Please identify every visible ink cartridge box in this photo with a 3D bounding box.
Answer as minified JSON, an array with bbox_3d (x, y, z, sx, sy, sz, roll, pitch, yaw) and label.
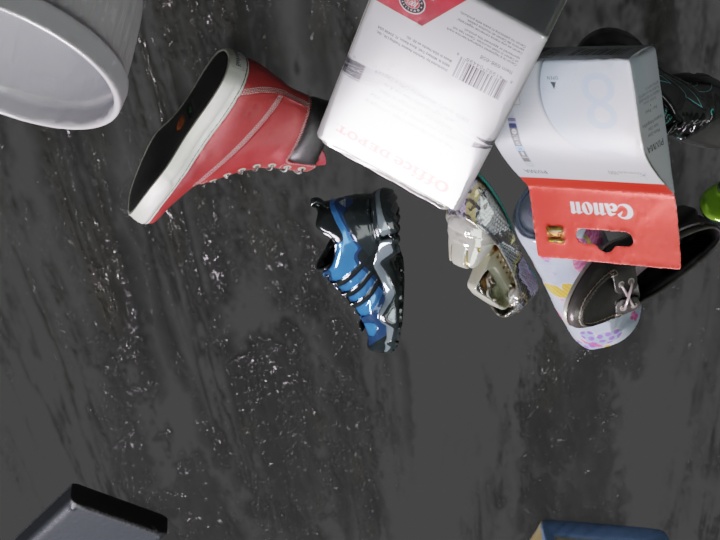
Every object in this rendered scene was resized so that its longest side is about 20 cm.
[{"bbox_3d":[0.192,-0.094,1.247,0.159,0.047,0.202,6,115,43],"label":"ink cartridge box"},{"bbox_3d":[0.066,-0.171,1.206,0.143,0.084,0.201,29,132,3],"label":"ink cartridge box"}]

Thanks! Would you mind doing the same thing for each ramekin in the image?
[{"bbox_3d":[-0.263,-0.204,1.102,0.198,0.106,0.200,15,161,5],"label":"ramekin"}]

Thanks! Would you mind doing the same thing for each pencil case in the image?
[{"bbox_3d":[0.221,-0.008,1.438,0.082,0.091,0.200,1,142,31],"label":"pencil case"}]

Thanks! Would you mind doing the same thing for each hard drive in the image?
[{"bbox_3d":[-0.352,0.346,1.778,0.139,0.033,0.200,27,128,-31],"label":"hard drive"}]

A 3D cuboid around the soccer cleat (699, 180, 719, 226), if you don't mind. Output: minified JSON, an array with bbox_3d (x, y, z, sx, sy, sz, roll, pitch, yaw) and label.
[{"bbox_3d":[0.437,-0.067,1.419,0.198,0.068,0.081,-10,148,3],"label":"soccer cleat"}]

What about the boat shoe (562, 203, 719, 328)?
[{"bbox_3d":[0.278,-0.003,1.391,0.199,0.057,0.067,-35,131,-30],"label":"boat shoe"}]

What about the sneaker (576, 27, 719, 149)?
[{"bbox_3d":[0.276,-0.146,1.302,0.199,0.080,0.075,20,131,-28],"label":"sneaker"}]

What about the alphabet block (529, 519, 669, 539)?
[{"bbox_3d":[0.302,0.468,1.875,0.193,0.198,0.201,8,135,-13],"label":"alphabet block"}]

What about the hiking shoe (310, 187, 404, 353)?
[{"bbox_3d":[0.000,0.000,1.436,0.086,0.075,0.201,-1,128,5],"label":"hiking shoe"}]

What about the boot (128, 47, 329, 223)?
[{"bbox_3d":[-0.115,-0.097,1.311,0.143,0.073,0.200,24,126,-31],"label":"boot"}]

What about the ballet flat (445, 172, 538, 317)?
[{"bbox_3d":[0.124,-0.018,1.416,0.071,0.072,0.201,-20,137,13],"label":"ballet flat"}]
